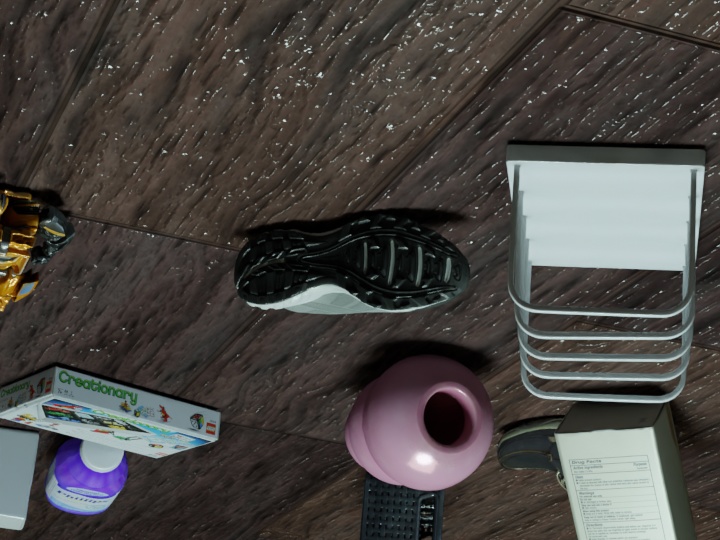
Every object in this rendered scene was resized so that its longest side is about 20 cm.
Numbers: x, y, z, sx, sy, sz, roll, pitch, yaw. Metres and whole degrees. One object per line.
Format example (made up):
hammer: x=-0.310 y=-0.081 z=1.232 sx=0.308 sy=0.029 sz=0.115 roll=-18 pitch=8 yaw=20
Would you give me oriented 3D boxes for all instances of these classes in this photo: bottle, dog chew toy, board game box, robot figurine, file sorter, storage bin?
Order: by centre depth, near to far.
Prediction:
file sorter: x=0.178 y=0.006 z=1.426 sx=0.137 sy=0.126 sz=0.200 roll=1 pitch=159 yaw=8
robot figurine: x=-0.312 y=-0.016 z=1.575 sx=0.144 sy=0.059 sz=0.200 roll=11 pitch=159 yaw=-18
dog chew toy: x=0.044 y=0.148 z=1.850 sx=0.123 sy=0.126 sz=0.200 roll=13 pitch=167 yaw=-20
board game box: x=-0.262 y=0.150 z=2.035 sx=0.199 sy=0.035 sz=0.126 roll=19 pitch=156 yaw=-33
bottle: x=-0.303 y=0.224 z=2.195 sx=0.083 sy=0.066 sz=0.200 roll=11 pitch=158 yaw=-13
storage bin: x=0.048 y=0.314 z=2.247 sx=0.093 sy=0.136 sz=0.200 roll=4 pitch=159 yaw=2

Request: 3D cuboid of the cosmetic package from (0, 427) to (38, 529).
cosmetic package: x=-0.467 y=0.222 z=2.183 sx=0.198 sy=0.102 sz=0.071 roll=10 pitch=160 yaw=-11

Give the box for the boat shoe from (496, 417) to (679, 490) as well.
boat shoe: x=0.224 y=0.191 z=1.971 sx=0.199 sy=0.074 sz=0.074 roll=-9 pitch=155 yaw=34

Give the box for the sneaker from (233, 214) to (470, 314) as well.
sneaker: x=0.000 y=0.000 z=1.543 sx=0.199 sy=0.075 sz=0.079 roll=0 pitch=169 yaw=31

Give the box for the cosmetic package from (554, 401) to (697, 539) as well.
cosmetic package: x=0.262 y=0.229 z=1.893 sx=0.104 sy=0.202 sz=0.071 roll=-4 pitch=-161 yaw=24
